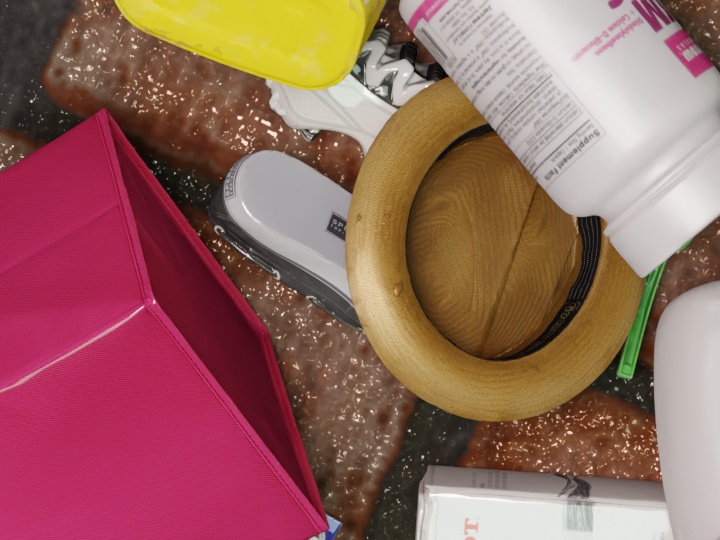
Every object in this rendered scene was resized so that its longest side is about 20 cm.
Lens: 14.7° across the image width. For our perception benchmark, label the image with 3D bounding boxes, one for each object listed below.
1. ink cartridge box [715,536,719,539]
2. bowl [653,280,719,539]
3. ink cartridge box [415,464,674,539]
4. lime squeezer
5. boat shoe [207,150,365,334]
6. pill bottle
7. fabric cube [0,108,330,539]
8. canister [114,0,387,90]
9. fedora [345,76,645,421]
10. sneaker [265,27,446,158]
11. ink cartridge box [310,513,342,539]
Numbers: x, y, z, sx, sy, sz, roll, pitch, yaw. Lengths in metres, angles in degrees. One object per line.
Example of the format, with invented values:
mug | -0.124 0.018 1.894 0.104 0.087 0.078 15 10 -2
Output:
ink cartridge box | 0.209 0.238 1.506 0.146 0.083 0.200 32 123 -17
bowl | 0.268 0.088 1.551 0.198 0.075 0.201 -3 71 -6
ink cartridge box | 0.128 0.195 1.617 0.198 0.085 0.147 4 97 1
lime squeezer | 0.186 -0.037 1.597 0.037 0.071 0.201 11 115 -22
boat shoe | 0.000 0.000 1.619 0.200 0.057 0.069 35 60 -14
pill bottle | 0.124 -0.102 1.507 0.113 0.113 0.200 -40 87 8
fabric cube | -0.163 0.072 1.538 0.199 0.200 0.197 -31 125 7
canister | -0.040 -0.193 1.520 0.148 0.200 0.087 21 128 4
fedora | 0.065 -0.011 1.576 0.199 0.082 0.202 4 80 -25
sneaker | -0.035 -0.126 1.604 0.200 0.075 0.081 38 107 0
ink cartridge box | -0.101 0.213 1.664 0.094 0.037 0.201 31 96 0
